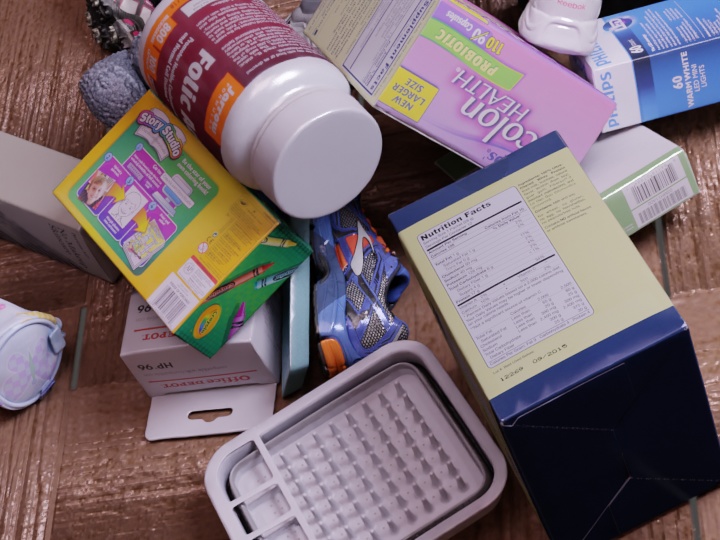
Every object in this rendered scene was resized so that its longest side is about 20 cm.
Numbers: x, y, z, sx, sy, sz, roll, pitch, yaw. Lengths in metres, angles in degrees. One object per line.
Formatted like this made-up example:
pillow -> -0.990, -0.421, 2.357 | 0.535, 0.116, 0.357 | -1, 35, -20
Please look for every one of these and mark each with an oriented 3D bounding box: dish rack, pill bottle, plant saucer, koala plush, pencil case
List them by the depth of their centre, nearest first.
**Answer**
dish rack -> -0.001, 0.159, 1.230 | 0.200, 0.044, 0.172 | -32, 49, -2
pill bottle -> -0.077, -0.132, 1.275 | 0.114, 0.114, 0.200 | -37, 50, -9
plant saucer -> -0.052, -0.003, 1.337 | 0.019, 0.070, 0.200 | 3, 67, -6
pencil case -> -0.345, 0.046, 1.425 | 0.200, 0.083, 0.091 | 21, 65, 33
koala plush -> -0.099, -0.161, 1.452 | 0.200, 0.184, 0.177 | 35, 102, 26

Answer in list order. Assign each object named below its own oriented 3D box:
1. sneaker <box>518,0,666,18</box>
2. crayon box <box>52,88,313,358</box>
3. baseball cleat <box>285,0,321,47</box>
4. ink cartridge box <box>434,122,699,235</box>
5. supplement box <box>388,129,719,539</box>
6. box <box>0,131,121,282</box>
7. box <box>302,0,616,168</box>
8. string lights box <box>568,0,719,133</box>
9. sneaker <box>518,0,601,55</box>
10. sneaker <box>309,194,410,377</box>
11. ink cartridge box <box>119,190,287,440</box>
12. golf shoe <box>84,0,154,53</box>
sneaker -> 0.245, -0.278, 1.460 | 0.200, 0.084, 0.121 | 5, 65, 25
crayon box -> -0.144, -0.040, 1.320 | 0.119, 0.058, 0.200 | -46, 54, 2
baseball cleat -> 0.005, -0.193, 1.502 | 0.106, 0.070, 0.200 | -47, 47, 0
ink cartridge box -> 0.162, -0.076, 1.356 | 0.145, 0.048, 0.200 | -32, 27, -6
supplement box -> 0.138, 0.054, 1.159 | 0.134, 0.200, 0.200 | -27, 50, 0
box -> -0.287, -0.063, 1.491 | 0.200, 0.082, 0.068 | 20, 62, 33
box -> 0.073, -0.161, 1.318 | 0.097, 0.176, 0.200 | -57, 27, 12
string lights box -> 0.276, -0.181, 1.350 | 0.200, 0.059, 0.103 | -15, 29, 1
sneaker -> 0.170, -0.252, 1.346 | 0.078, 0.099, 0.200 | 12, 31, -10
sneaker -> 0.000, 0.000, 1.350 | 0.078, 0.075, 0.200 | -3, 55, -1
ink cartridge box -> -0.124, 0.033, 1.361 | 0.116, 0.068, 0.200 | -8, 52, 16
golf shoe -> -0.217, -0.248, 1.626 | 0.088, 0.077, 0.200 | -17, 49, -19
